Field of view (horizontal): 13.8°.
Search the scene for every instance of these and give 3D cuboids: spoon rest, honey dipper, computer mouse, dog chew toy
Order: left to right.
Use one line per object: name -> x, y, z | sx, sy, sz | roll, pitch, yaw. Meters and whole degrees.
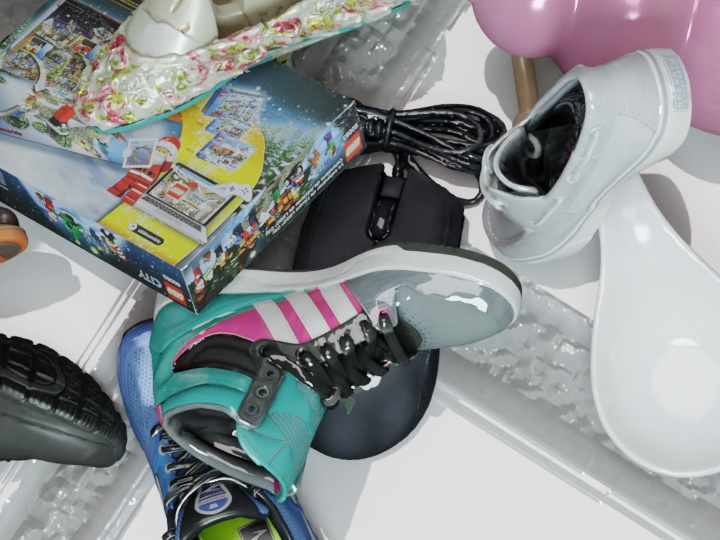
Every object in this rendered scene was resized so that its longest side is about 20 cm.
computer mouse -> 0.000, 0.000, 1.593 | 0.138, 0.053, 0.200 | 6, 81, 7
honey dipper -> 0.081, -0.163, 1.593 | 0.038, 0.038, 0.200 | -8, 99, 5
spoon rest -> 0.153, 0.012, 1.570 | 0.099, 0.061, 0.200 | -21, 77, 2
dog chew toy -> 0.151, -0.139, 1.549 | 0.200, 0.125, 0.125 | 9, 80, -10

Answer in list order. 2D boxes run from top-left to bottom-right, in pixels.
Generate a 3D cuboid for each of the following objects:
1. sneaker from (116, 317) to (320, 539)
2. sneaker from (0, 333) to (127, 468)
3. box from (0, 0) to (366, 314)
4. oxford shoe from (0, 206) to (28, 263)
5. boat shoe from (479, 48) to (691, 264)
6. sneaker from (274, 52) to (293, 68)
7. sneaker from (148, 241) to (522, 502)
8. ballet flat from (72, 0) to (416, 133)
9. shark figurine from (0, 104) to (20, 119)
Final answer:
sneaker -> -0.070, 0.111, 1.561 | 0.079, 0.089, 0.200 | -30, 77, 3
sneaker -> -0.224, 0.077, 1.600 | 0.200, 0.076, 0.091 | 17, 108, 1
box -> -0.116, -0.072, 1.569 | 0.200, 0.038, 0.137 | 29, 61, 32
oxford shoe -> -0.275, -0.031, 1.586 | 0.200, 0.071, 0.073 | -1, 76, 7
boat shoe -> 0.098, -0.054, 1.517 | 0.068, 0.200, 0.072 | -4, 77, -23
sneaker -> -0.003, -0.180, 1.626 | 0.200, 0.075, 0.076 | -40, 99, 1
sneaker -> -0.020, 0.055, 1.496 | 0.200, 0.084, 0.121 | -7, 52, 22
ballet flat -> -0.064, -0.139, 1.547 | 0.200, 0.064, 0.076 | -25, 43, -9
shark figurine -> -0.261, -0.122, 1.564 | 0.128, 0.214, 0.090 | -22, 114, -3
